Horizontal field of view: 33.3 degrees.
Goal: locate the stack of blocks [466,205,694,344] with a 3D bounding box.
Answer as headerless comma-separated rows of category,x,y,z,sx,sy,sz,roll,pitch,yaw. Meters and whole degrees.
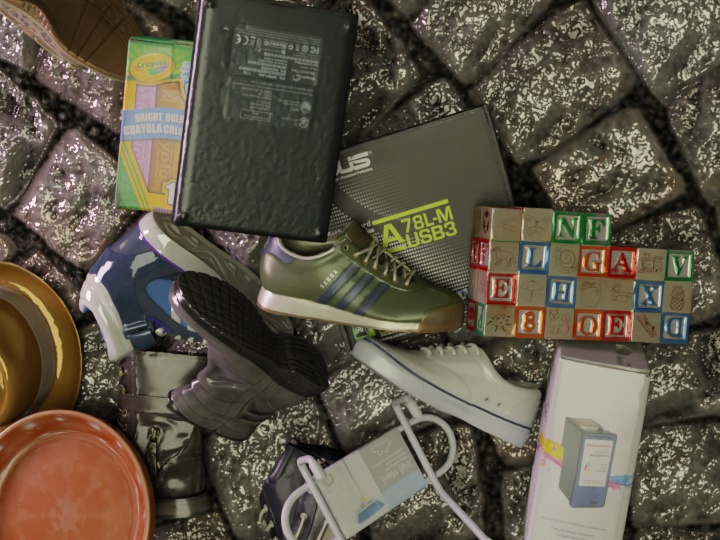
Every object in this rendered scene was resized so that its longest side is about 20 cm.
stack of blocks,0.203,0.004,1.111,0.197,0.059,0.117,3,94,-11

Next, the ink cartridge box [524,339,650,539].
ink cartridge box,0.207,0.167,1.120,0.086,0.145,0.203,11,100,6

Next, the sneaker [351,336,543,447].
sneaker,0.086,0.099,1.158,0.198,0.073,0.071,27,86,-19

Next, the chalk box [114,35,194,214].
chalk box,-0.149,-0.155,1.125,0.122,0.124,0.203,7,98,5

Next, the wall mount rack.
wall mount rack,0.033,0.224,1.138,0.199,0.075,0.175,-29,89,-21

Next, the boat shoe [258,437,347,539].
boat shoe,-0.069,0.265,1.209,0.092,0.075,0.202,25,92,7

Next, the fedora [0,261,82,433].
fedora,-0.376,0.094,1.207,0.198,0.082,0.203,1,98,6

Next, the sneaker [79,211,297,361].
sneaker,-0.177,0.049,1.176,0.200,0.081,0.146,40,108,-19

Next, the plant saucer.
plant saucer,-0.290,0.238,1.171,0.198,0.032,0.203,-2,82,14

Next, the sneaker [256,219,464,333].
sneaker,0.000,0.000,1.111,0.197,0.067,0.091,7,107,11

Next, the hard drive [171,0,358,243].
hard drive,-0.083,-0.131,1.048,0.138,0.033,0.203,7,98,-14

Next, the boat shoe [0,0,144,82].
boat shoe,-0.290,-0.248,1.166,0.199,0.063,0.074,36,75,-2

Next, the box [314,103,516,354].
box,0.054,-0.039,1.157,0.198,0.048,0.195,-15,100,8

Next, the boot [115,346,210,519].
boot,-0.233,0.159,1.217,0.197,0.069,0.177,-1,93,3

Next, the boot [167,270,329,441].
boot,-0.134,0.092,1.115,0.131,0.070,0.200,-33,128,23
